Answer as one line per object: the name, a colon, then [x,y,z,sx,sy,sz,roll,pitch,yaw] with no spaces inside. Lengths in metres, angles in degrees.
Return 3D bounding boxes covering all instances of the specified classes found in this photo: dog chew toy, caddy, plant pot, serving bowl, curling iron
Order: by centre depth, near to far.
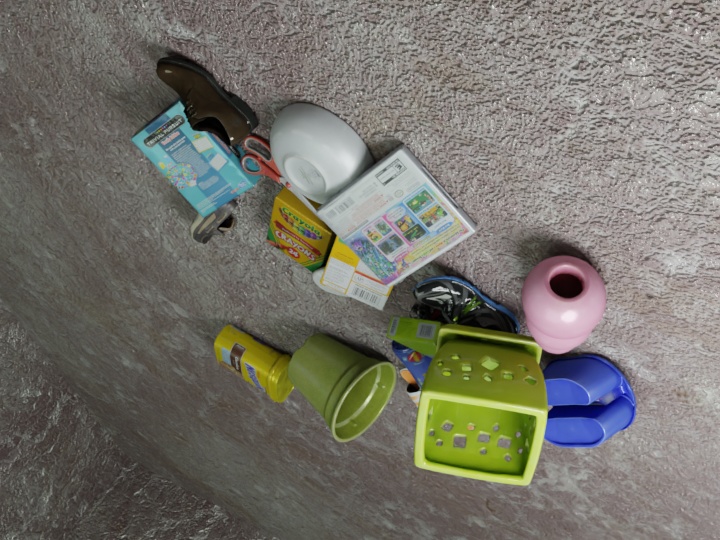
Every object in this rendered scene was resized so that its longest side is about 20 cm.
dog chew toy: [0.305,0.063,1.368,0.124,0.125,0.200,26,157,18]
plant pot: [0.198,0.208,1.464,0.198,0.182,0.200,8,134,6]
serving bowl: [-0.073,-0.177,1.479,0.199,0.066,0.201,26,149,17]
caddy: [0.376,0.220,1.529,0.199,0.105,0.142,-16,101,58]
curling iron: [0.141,0.060,1.628,0.049,0.026,0.200,37,151,-4]
plant pot: [-0.054,0.240,1.959,0.184,0.200,0.201,33,153,30]

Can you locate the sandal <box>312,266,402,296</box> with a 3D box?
sandal: [0.003,0.005,1.678,0.201,0.050,0.083,-6,133,32]

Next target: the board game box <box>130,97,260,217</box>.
board game box: [-0.301,-0.211,1.649,0.150,0.047,0.200,-25,115,35]

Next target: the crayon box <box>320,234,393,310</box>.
crayon box: [0.015,-0.031,1.559,0.125,0.052,0.201,24,138,1]

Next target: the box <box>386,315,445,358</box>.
box: [0.157,0.139,1.645,0.121,0.048,0.199,5,163,45]

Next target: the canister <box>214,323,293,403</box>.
canister: [-0.266,0.233,2.261,0.199,0.087,0.149,28,150,18]

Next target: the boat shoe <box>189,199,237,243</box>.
boat shoe: [-0.297,-0.099,1.827,0.073,0.075,0.200,37,152,0]

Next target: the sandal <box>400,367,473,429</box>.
sandal: [0.161,0.285,1.897,0.206,0.059,0.079,42,150,-8]

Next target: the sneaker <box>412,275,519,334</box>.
sneaker: [0.180,0.076,1.531,0.199,0.083,0.071,30,144,-4]

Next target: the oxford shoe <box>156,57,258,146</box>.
oxford shoe: [-0.275,-0.287,1.521,0.199,0.085,0.073,37,153,3]

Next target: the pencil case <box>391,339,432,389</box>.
pencil case: [0.131,0.189,1.773,0.201,0.078,0.087,57,175,-32]

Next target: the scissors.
scissors: [-0.132,-0.164,1.572,0.199,0.014,0.074,35,120,13]

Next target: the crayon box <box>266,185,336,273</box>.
crayon box: [-0.103,-0.084,1.660,0.126,0.051,0.200,33,150,7]

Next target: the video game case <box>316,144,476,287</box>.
video game case: [0.056,-0.082,1.442,0.199,0.024,0.182,-34,109,34]
